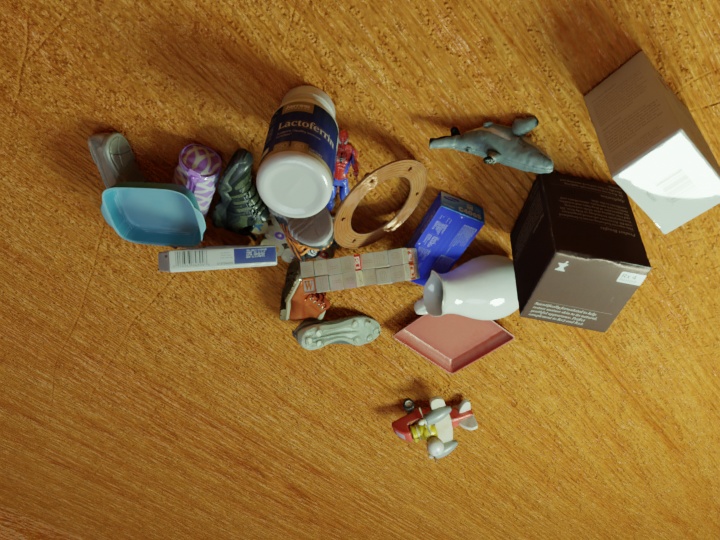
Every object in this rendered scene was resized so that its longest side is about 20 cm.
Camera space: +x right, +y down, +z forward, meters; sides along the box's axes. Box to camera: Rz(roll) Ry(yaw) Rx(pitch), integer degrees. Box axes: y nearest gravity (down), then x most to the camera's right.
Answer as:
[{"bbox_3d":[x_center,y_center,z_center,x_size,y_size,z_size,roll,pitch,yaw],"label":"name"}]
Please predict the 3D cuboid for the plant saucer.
[{"bbox_3d":[0.205,0.135,1.399,0.198,0.037,0.199,32,130,-26],"label":"plant saucer"}]

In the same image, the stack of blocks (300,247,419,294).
[{"bbox_3d":[0.000,0.000,1.177,0.195,0.060,0.115,-7,180,23],"label":"stack of blocks"}]

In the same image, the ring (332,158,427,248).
[{"bbox_3d":[0.032,-0.116,1.097,0.197,0.019,0.202,-30,153,-17],"label":"ring"}]

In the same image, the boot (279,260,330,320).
[{"bbox_3d":[-0.109,0.046,1.310,0.104,0.077,0.201,8,152,-7],"label":"boot"}]

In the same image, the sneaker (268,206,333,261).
[{"bbox_3d":[-0.086,-0.062,1.113,0.077,0.200,0.114,-33,127,-10],"label":"sneaker"}]

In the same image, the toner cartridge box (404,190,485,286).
[{"bbox_3d":[0.148,-0.052,1.207,0.093,0.044,0.201,18,135,-14],"label":"toner cartridge box"}]

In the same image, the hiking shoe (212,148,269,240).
[{"bbox_3d":[-0.202,-0.135,1.135,0.098,0.077,0.201,23,144,-6],"label":"hiking shoe"}]

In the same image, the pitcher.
[{"bbox_3d":[0.211,0.044,1.232,0.194,0.125,0.172,-7,166,-19],"label":"pitcher"}]

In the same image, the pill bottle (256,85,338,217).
[{"bbox_3d":[-0.092,-0.189,0.978,0.112,0.203,0.118,2,137,2],"label":"pill bottle"}]

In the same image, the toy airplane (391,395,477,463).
[{"bbox_3d":[0.201,0.400,1.596,0.197,0.144,0.199,28,132,-21],"label":"toy airplane"}]

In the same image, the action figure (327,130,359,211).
[{"bbox_3d":[-0.039,-0.136,1.093,0.063,0.100,0.204,6,125,-2],"label":"action figure"}]

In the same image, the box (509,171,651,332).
[{"bbox_3d":[0.365,-0.035,1.088,0.161,0.203,0.166,11,137,-5],"label":"box"}]

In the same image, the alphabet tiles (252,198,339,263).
[{"bbox_3d":[-0.124,-0.089,1.219,0.191,0.015,0.201,22,134,-13],"label":"alphabet tiles"}]

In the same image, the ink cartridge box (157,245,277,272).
[{"bbox_3d":[-0.275,-0.024,1.186,0.191,0.045,0.199,-5,-176,-25],"label":"ink cartridge box"}]

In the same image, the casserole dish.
[{"bbox_3d":[-0.354,-0.102,1.099,0.194,0.039,0.123,5,132,13],"label":"casserole dish"}]

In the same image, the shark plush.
[{"bbox_3d":[0.212,-0.203,1.015,0.195,0.085,0.092,15,136,-10],"label":"shark plush"}]

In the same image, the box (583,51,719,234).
[{"bbox_3d":[0.427,-0.187,0.923,0.151,0.203,0.106,34,129,-27],"label":"box"}]

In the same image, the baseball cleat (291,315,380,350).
[{"bbox_3d":[-0.055,0.126,1.402,0.195,0.106,0.072,-2,106,-28],"label":"baseball cleat"}]

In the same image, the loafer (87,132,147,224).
[{"bbox_3d":[-0.434,-0.160,1.152,0.061,0.072,0.204,11,132,21],"label":"loafer"}]

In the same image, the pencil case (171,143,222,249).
[{"bbox_3d":[-0.311,-0.132,1.145,0.082,0.086,0.202,27,132,-4],"label":"pencil case"}]
